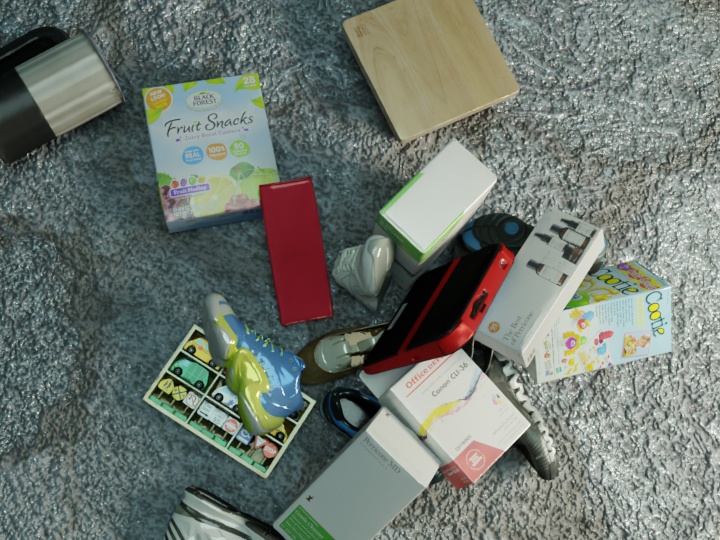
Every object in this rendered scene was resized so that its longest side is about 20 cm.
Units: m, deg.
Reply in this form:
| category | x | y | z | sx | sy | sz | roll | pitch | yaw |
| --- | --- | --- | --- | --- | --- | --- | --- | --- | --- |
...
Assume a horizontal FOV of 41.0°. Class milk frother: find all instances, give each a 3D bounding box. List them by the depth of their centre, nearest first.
| category | x | y | z | sx | sy | sz | roll | pitch | yaw |
| --- | --- | --- | --- | --- | --- | --- | --- | --- | --- |
| milk frother | -0.450 | -0.275 | 1.295 | 0.188 | 0.200 | 0.181 | -33 | 79 | -13 |

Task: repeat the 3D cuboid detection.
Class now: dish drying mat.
| category | x | y | z | sx | sy | sz | roll | pitch | yaw |
| --- | --- | --- | --- | --- | --- | --- | --- | --- | --- |
| dish drying mat | -0.089 | -0.026 | 1.337 | 0.077 | 0.018 | 0.200 | -10 | 101 | -11 |

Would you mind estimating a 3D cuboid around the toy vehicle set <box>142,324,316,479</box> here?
| category | x | y | z | sx | sy | sz | roll | pitch | yaw |
| --- | --- | --- | --- | --- | --- | --- | --- | --- | --- |
| toy vehicle set | -0.178 | 0.178 | 1.311 | 0.200 | 0.027 | 0.124 | 32 | 76 | 1 |

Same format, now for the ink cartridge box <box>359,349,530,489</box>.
| category | x | y | z | sx | sy | sz | roll | pitch | yaw |
| --- | --- | --- | --- | --- | --- | --- | --- | --- | --- |
| ink cartridge box | 0.107 | 0.170 | 1.257 | 0.116 | 0.068 | 0.200 | -40 | 83 | -23 |

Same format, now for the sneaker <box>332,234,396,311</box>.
| category | x | y | z | sx | sy | sz | roll | pitch | yaw |
| --- | --- | --- | --- | --- | --- | --- | --- | --- | --- |
| sneaker | 0.000 | 0.000 | 1.287 | 0.080 | 0.200 | 0.070 | 25 | 71 | 5 |

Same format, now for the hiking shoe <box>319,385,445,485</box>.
| category | x | y | z | sx | sy | sz | roll | pitch | yaw |
| --- | --- | --- | --- | --- | --- | --- | --- | --- | --- |
| hiking shoe | 0.032 | 0.227 | 1.294 | 0.200 | 0.087 | 0.074 | 31 | 76 | 1 |

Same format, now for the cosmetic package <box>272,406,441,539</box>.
| category | x | y | z | sx | sy | sz | roll | pitch | yaw |
| --- | --- | --- | --- | --- | --- | --- | --- | --- | --- |
| cosmetic package | -0.005 | 0.284 | 1.230 | 0.108 | 0.085 | 0.200 | 42 | 113 | 5 |

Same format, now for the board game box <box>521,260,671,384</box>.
| category | x | y | z | sx | sy | sz | roll | pitch | yaw |
| --- | --- | --- | --- | --- | --- | --- | --- | --- | --- |
| board game box | 0.316 | 0.069 | 1.337 | 0.200 | 0.103 | 0.105 | -12 | 113 | -9 |

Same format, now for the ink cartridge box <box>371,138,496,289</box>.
| category | x | y | z | sx | sy | sz | roll | pitch | yaw |
| --- | --- | --- | --- | --- | --- | --- | --- | --- | --- |
| ink cartridge box | 0.092 | -0.071 | 1.311 | 0.084 | 0.200 | 0.146 | 43 | 76 | 6 |

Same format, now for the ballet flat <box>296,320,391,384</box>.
| category | x | y | z | sx | sy | sz | roll | pitch | yaw |
| --- | --- | --- | --- | --- | --- | --- | --- | --- | --- |
| ballet flat | 0.001 | 0.106 | 1.326 | 0.200 | 0.072 | 0.068 | -13 | 79 | -9 |

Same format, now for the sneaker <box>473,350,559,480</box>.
| category | x | y | z | sx | sy | sz | roll | pitch | yaw |
| --- | --- | --- | --- | --- | --- | --- | --- | --- | --- |
| sneaker | 0.200 | 0.205 | 1.333 | 0.090 | 0.066 | 0.200 | -23 | 77 | -8 |

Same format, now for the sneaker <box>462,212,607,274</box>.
| category | x | y | z | sx | sy | sz | roll | pitch | yaw |
| --- | --- | --- | --- | --- | --- | --- | --- | --- | --- |
| sneaker | 0.241 | -0.027 | 1.344 | 0.200 | 0.082 | 0.073 | 10 | 68 | 18 |

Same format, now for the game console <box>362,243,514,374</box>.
| category | x | y | z | sx | sy | sz | roll | pitch | yaw |
| --- | --- | --- | --- | --- | --- | --- | --- | --- | --- |
| game console | 0.103 | 0.050 | 1.248 | 0.031 | 0.177 | 0.200 | 49 | 48 | -14 |

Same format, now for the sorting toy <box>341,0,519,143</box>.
| category | x | y | z | sx | sy | sz | roll | pitch | yaw |
| --- | --- | --- | --- | --- | --- | --- | --- | --- | --- |
| sorting toy | 0.099 | -0.304 | 1.432 | 0.199 | 0.070 | 0.200 | -24 | 81 | -12 |

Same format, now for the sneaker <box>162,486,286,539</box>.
| category | x | y | z | sx | sy | sz | roll | pitch | yaw |
| --- | --- | --- | --- | --- | --- | --- | --- | --- | --- |
| sneaker | -0.166 | 0.378 | 1.254 | 0.200 | 0.076 | 0.115 | 28 | 84 | 8 |

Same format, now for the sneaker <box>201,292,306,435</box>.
| category | x | y | z | sx | sy | sz | roll | pitch | yaw |
| --- | --- | --- | --- | --- | --- | --- | --- | --- | --- |
| sneaker | -0.138 | 0.114 | 1.288 | 0.105 | 0.076 | 0.200 | -20 | 87 | -23 |

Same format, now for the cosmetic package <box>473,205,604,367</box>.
| category | x | y | z | sx | sy | sz | roll | pitch | yaw |
| --- | --- | --- | --- | --- | --- | --- | --- | --- | --- |
| cosmetic package | 0.230 | 0.018 | 1.248 | 0.083 | 0.051 | 0.200 | 27 | 74 | 29 |

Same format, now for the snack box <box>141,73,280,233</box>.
| category | x | y | z | sx | sy | sz | roll | pitch | yaw |
| --- | --- | --- | --- | --- | --- | --- | --- | --- | --- |
| snack box | -0.210 | -0.167 | 1.365 | 0.169 | 0.068 | 0.200 | -11 | 78 | -10 |

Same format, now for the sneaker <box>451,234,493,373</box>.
| category | x | y | z | sx | sy | sz | roll | pitch | yaw |
| --- | --- | --- | --- | --- | --- | --- | --- | --- | --- |
| sneaker | 0.156 | 0.044 | 1.354 | 0.060 | 0.104 | 0.200 | 6 | 37 | -13 |
